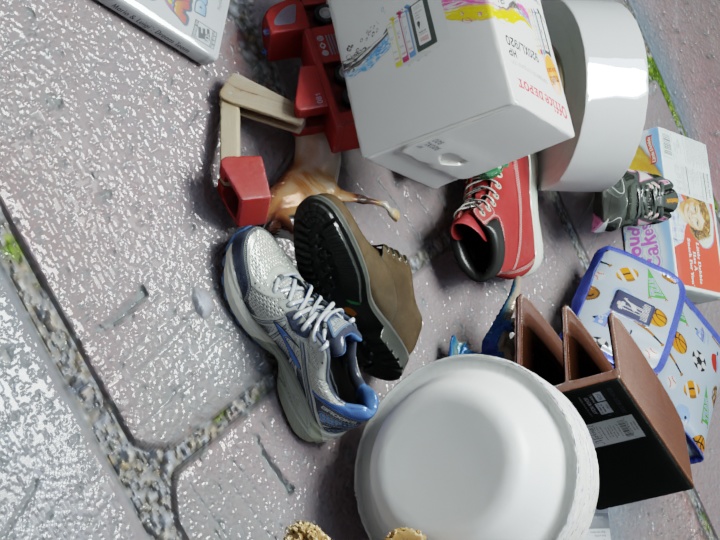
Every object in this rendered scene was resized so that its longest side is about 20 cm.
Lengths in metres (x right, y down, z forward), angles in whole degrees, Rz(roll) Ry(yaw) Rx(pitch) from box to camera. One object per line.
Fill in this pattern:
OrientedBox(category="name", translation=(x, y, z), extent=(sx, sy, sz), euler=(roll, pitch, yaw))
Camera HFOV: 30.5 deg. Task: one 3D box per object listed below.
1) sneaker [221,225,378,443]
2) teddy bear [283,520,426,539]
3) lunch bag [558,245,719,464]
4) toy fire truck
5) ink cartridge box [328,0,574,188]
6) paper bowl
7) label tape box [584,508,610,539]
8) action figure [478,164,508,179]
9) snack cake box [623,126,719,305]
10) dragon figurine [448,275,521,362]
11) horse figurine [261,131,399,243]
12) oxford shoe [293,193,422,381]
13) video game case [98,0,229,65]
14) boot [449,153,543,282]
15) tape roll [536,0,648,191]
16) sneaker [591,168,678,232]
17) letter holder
OrientedBox(category="sneaker", translation=(-0.042, 0.047, 1.116), extent=(0.077, 0.085, 0.200), euler=(-39, 106, -46))
OrientedBox(category="teddy bear", translation=(-0.029, 0.267, 1.028), extent=(0.200, 0.067, 0.145), euler=(-45, 97, -4))
OrientedBox(category="lunch bag", translation=(0.301, 0.093, 1.437), extent=(0.200, 0.124, 0.170), euler=(48, 45, -18))
OrientedBox(category="toy fire truck", translation=(-0.070, -0.144, 1.152), extent=(0.141, 0.049, 0.200), euler=(-12, 66, -14))
OrientedBox(category="ink cartridge box", translation=(0.076, -0.194, 1.140), extent=(0.147, 0.144, 0.200), euler=(12, 62, -61))
OrientedBox(category="paper bowl", translation=(0.089, 0.170, 1.105), extent=(0.104, 0.200, 0.201), euler=(31, 54, -60))
OrientedBox(category="label tape box", translation=(0.186, 0.302, 1.290), extent=(0.143, 0.066, 0.200), euler=(10, 69, -45))
OrientedBox(category="action figure", translation=(0.133, -0.174, 1.310), extent=(0.118, 0.055, 0.200), euler=(27, 56, -33))
OrientedBox(category="snack cake box", translation=(0.375, -0.062, 1.604), extent=(0.115, 0.067, 0.200), euler=(11, 70, -46))
OrientedBox(category="dragon figurine", translation=(0.121, 0.092, 1.283), extent=(0.059, 0.099, 0.200), euler=(38, 42, -50))
OrientedBox(category="horse figurine", translation=(-0.020, -0.100, 1.203), extent=(0.132, 0.050, 0.200), euler=(20, 70, -23))
OrientedBox(category="oxford shoe", translation=(0.000, 0.000, 1.167), extent=(0.084, 0.073, 0.200), euler=(-55, 137, -32))
OrientedBox(category="video game case", translation=(-0.179, -0.301, 1.128), extent=(0.182, 0.024, 0.200), euler=(29, 58, -37))
OrientedBox(category="boot", translation=(0.124, -0.089, 1.323), extent=(0.144, 0.072, 0.200), euler=(-3, 82, -62))
OrientedBox(category="tape roll", translation=(0.220, -0.183, 1.376), extent=(0.071, 0.202, 0.203), euler=(0, 76, -16))
OrientedBox(category="sneaker", translation=(0.308, -0.084, 1.466), extent=(0.200, 0.086, 0.081), euler=(-30, 124, -69))
OrientedBox(category="letter holder", translation=(0.232, 0.112, 1.265), extent=(0.200, 0.100, 0.142), euler=(50, 32, -40))
